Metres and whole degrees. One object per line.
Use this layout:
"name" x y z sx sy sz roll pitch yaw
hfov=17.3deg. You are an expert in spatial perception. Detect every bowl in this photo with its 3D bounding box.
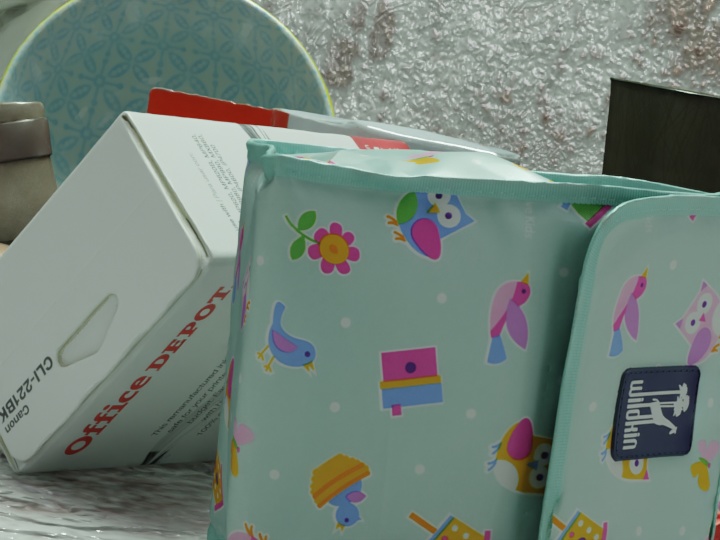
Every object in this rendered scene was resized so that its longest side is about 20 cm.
"bowl" -0.116 -0.057 1.371 0.198 0.202 0.108 9 -15 -5

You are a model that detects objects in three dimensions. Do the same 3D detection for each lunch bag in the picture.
"lunch bag" 0.049 0.042 0.892 0.198 0.172 0.122 6 5 -8

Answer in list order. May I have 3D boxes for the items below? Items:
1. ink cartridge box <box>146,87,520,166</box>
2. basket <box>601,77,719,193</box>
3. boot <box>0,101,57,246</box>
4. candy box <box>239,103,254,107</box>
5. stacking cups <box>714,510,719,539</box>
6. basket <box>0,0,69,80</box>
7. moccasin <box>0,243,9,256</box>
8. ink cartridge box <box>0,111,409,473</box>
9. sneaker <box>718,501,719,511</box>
"ink cartridge box" -0.031 0.002 1.167 0.198 0.164 0.050 11 7 14
"basket" 0.220 -0.020 1.601 0.135 0.202 0.180 12 6 23
"boot" -0.248 -0.036 1.235 0.198 0.147 0.070 11 8 14
"candy box" 0.000 0.000 1.277 0.026 0.201 0.102 -45 34 -23
"stacking cups" 0.078 0.093 1.019 0.199 0.061 0.060 18 10 41
"basket" -0.288 -0.108 1.512 0.160 0.200 0.199 0 -1 41
"moccasin" -0.236 0.015 1.151 0.200 0.074 0.078 12 15 -8
"ink cartridge box" -0.062 0.012 1.048 0.199 0.144 0.084 1 49 -53
"sneaker" 0.147 0.083 1.151 0.199 0.081 0.086 13 -7 -31
